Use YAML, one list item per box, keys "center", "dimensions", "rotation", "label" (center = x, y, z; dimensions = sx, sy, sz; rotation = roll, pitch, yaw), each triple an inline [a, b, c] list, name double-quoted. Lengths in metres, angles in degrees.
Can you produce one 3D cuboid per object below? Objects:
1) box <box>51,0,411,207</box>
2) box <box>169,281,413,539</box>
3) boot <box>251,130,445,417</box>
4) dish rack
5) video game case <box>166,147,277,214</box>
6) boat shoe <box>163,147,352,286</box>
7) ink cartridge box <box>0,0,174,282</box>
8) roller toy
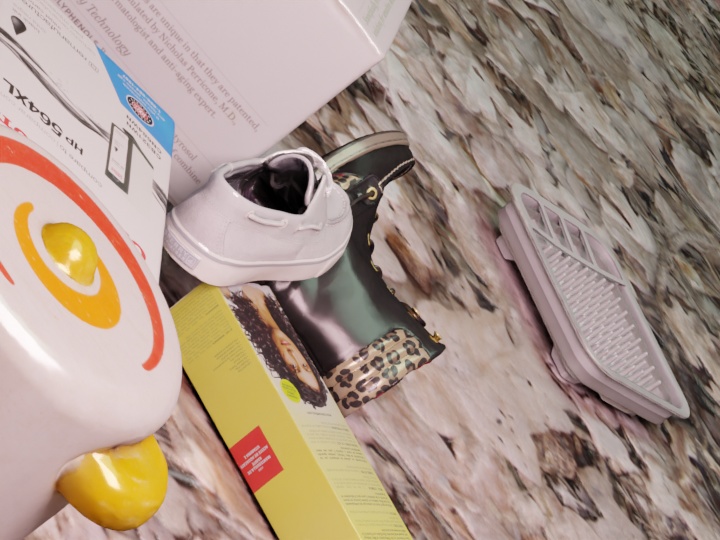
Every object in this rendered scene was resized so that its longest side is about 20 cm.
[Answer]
- center: [-0.094, -0.184, 1.809]
  dimensions: [0.200, 0.171, 0.199]
  rotation: [49, 19, -10]
  label: "box"
- center: [-0.041, 0.100, 1.686]
  dimensions: [0.201, 0.050, 0.075]
  rotation: [60, 21, 18]
  label: "box"
- center: [0.000, 0.000, 1.880]
  dimensions: [0.151, 0.073, 0.200]
  rotation: [55, 37, 2]
  label: "boot"
- center: [0.181, 0.034, 2.332]
  dimensions: [0.171, 0.043, 0.201]
  rotation: [30, 29, -50]
  label: "dish rack"
- center: [-0.125, -0.112, 1.909]
  dimensions: [0.183, 0.022, 0.200]
  rotation: [56, 19, 11]
  label: "video game case"
- center: [-0.050, -0.041, 1.734]
  dimensions: [0.072, 0.069, 0.200]
  rotation: [49, 24, 19]
  label: "boat shoe"
- center: [-0.181, -0.058, 1.586]
  dimensions: [0.146, 0.084, 0.200]
  rotation: [44, 20, -23]
  label: "ink cartridge box"
- center: [-0.178, 0.028, 1.354]
  dimensions: [0.182, 0.140, 0.201]
  rotation: [36, 26, -39]
  label: "roller toy"
